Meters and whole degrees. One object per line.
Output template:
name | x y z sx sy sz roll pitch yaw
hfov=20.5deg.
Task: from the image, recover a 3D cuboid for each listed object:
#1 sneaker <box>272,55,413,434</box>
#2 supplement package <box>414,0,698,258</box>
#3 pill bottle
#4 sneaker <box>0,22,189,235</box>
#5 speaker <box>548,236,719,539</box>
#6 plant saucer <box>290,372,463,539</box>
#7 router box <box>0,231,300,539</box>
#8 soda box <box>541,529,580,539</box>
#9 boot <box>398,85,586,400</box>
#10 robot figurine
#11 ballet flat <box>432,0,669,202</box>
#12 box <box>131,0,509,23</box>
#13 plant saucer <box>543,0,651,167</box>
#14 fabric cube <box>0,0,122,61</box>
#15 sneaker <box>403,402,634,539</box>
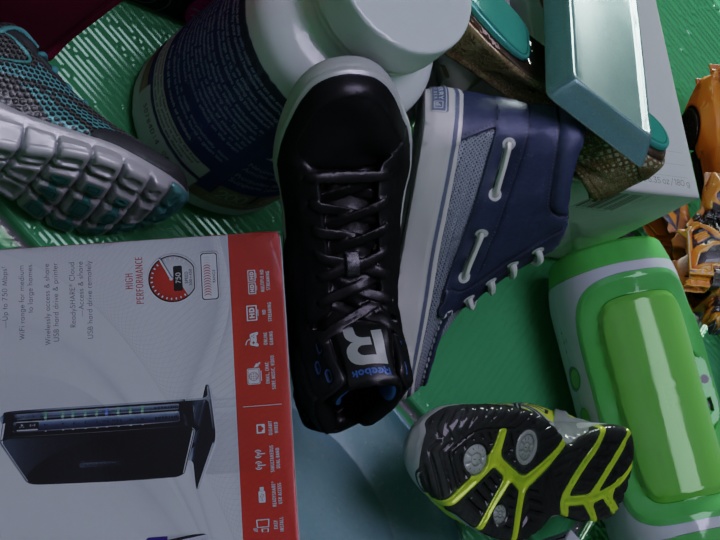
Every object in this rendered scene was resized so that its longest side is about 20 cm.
sneaker | 0.000 0.000 1.003 0.073 0.200 0.112 -7 44 -13
supplement package | 0.112 -0.122 1.250 0.121 0.120 0.201 3 69 -37
pill bottle | -0.031 -0.113 1.070 0.111 0.200 0.111 14 63 -30
sneaker | -0.173 -0.085 1.032 0.200 0.078 0.091 23 54 -32
speaker | 0.176 0.084 1.237 0.088 0.088 0.201 -2 73 -40
plant saucer | -0.030 0.121 1.054 0.200 0.036 0.200 32 35 -26
router box | -0.120 0.087 0.950 0.179 0.049 0.201 -4 69 -2
soda box | 0.080 0.240 1.103 0.068 0.064 0.200 47 48 -14
boot | 0.064 -0.006 1.105 0.090 0.200 0.073 7 37 -5
robot figurine | 0.227 -0.053 1.338 0.145 0.058 0.201 4 62 -20
ballet flat | 0.082 -0.106 1.109 0.200 0.065 0.071 39 25 -11
box | -0.024 -0.202 1.163 0.200 0.132 0.115 18 61 -34
plant saucer | 0.134 -0.134 1.126 0.070 0.019 0.200 35 31 -18
fabric cube | -0.176 -0.263 1.023 0.199 0.196 0.200 29 54 -29
sneaker | 0.078 0.110 1.129 0.200 0.076 0.076 16 87 -54
